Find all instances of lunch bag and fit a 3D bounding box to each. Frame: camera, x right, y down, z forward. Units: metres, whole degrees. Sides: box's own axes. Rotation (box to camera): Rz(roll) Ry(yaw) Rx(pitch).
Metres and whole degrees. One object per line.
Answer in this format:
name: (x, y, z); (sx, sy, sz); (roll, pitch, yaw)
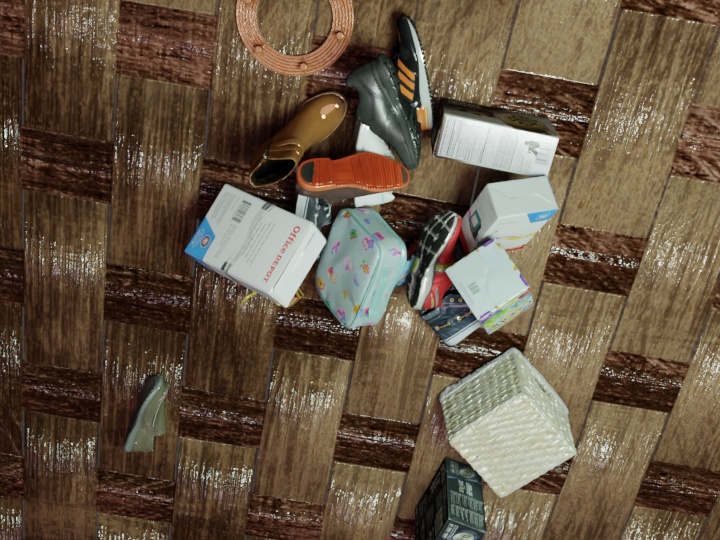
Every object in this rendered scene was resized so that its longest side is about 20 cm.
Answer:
lunch bag: (0.000, 0.000, 1.592); (0.077, 0.160, 0.200); (-8, 131, -39)

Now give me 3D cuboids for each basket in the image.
basket: (0.288, 0.303, 1.731); (0.200, 0.161, 0.198); (-35, 110, 19)

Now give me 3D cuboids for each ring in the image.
ring: (-0.111, -0.426, 1.475); (0.200, 0.019, 0.201); (1, 116, 3)

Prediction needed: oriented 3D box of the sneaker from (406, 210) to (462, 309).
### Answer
sneaker: (0.145, -0.019, 1.572); (0.085, 0.077, 0.200); (4, 122, -26)

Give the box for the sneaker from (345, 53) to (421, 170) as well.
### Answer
sneaker: (0.041, -0.256, 1.459); (0.091, 0.076, 0.200); (-18, 110, 17)

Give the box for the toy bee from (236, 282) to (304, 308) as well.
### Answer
toy bee: (-0.197, 0.013, 1.641); (0.199, 0.109, 0.131); (23, 119, -8)

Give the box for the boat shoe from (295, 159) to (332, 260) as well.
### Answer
boat shoe: (-0.083, -0.105, 1.599); (0.068, 0.072, 0.201); (10, 118, 0)

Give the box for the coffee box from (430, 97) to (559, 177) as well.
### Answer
coffee box: (0.226, -0.228, 1.503); (0.199, 0.113, 0.080); (11, 116, -2)

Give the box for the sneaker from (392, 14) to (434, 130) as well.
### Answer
sneaker: (0.069, -0.326, 1.486); (0.090, 0.070, 0.201); (-12, 117, 5)

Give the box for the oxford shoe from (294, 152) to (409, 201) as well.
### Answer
oxford shoe: (-0.016, -0.157, 1.514); (0.199, 0.071, 0.073); (0, 158, -13)

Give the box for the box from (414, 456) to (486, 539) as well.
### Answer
box: (0.183, 0.518, 1.816); (0.086, 0.200, 0.164); (22, 114, -6)

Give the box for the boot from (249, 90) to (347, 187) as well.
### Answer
boot: (-0.110, -0.222, 1.496); (0.200, 0.155, 0.077); (-27, 111, 14)

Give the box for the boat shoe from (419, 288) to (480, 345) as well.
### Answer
boat shoe: (0.209, 0.057, 1.663); (0.091, 0.071, 0.200); (42, 112, -18)

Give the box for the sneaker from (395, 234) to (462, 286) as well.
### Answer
sneaker: (0.105, 0.005, 1.641); (0.200, 0.079, 0.096); (-36, 111, 18)

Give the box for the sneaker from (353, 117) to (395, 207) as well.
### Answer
sneaker: (0.026, -0.207, 1.553); (0.080, 0.071, 0.201); (-1, 123, -3)

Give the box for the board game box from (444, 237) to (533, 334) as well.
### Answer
board game box: (0.230, 0.031, 1.530); (0.103, 0.200, 0.105); (-34, 74, 5)

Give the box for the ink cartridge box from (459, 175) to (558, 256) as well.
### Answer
ink cartridge box: (0.245, -0.083, 1.522); (0.116, 0.067, 0.200); (-10, 159, -17)

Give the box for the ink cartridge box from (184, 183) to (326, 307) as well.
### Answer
ink cartridge box: (-0.184, -0.044, 1.546); (0.200, 0.084, 0.146); (26, 78, 25)

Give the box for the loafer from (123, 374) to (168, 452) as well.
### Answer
loafer: (-0.431, 0.299, 1.817); (0.069, 0.075, 0.200); (18, 120, -19)
